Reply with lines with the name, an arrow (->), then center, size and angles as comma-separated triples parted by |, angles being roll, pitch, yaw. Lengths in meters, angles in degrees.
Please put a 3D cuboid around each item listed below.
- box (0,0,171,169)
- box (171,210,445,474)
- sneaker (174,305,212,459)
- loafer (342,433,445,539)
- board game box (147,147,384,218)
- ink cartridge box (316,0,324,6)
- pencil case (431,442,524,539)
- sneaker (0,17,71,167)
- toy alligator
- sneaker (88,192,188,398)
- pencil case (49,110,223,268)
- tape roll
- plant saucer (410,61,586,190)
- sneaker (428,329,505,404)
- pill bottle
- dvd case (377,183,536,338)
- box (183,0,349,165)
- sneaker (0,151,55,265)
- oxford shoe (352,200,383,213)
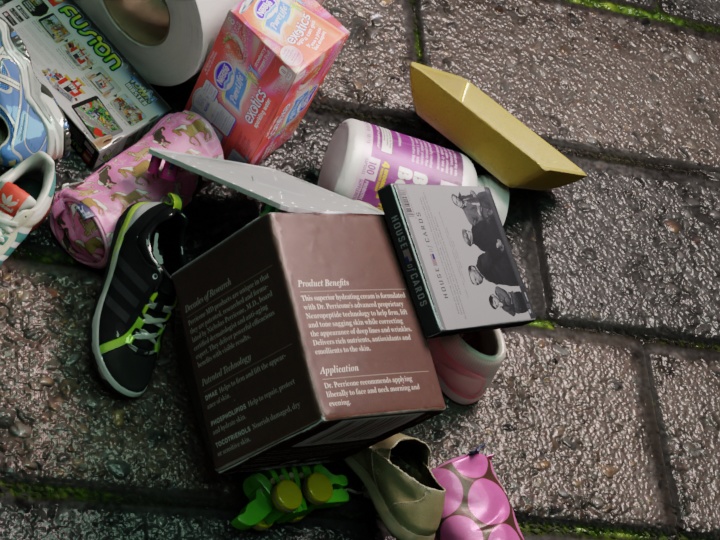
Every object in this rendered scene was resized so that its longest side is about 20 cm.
box -> -0.309, -0.214, 1.741 | 0.200, 0.035, 0.110 | 48, 53, 8
box -> -0.051, 0.068, 1.518 | 0.165, 0.164, 0.202 | 0, 68, -43
sneaker -> -0.118, 0.096, 1.625 | 0.105, 0.075, 0.202 | -4, 72, -33
loafer -> 0.031, 0.184, 1.602 | 0.076, 0.068, 0.200 | 16, 29, -45
board game box -> -0.086, -0.074, 1.634 | 0.199, 0.026, 0.199 | 24, 11, 36
ink cartridge box -> -0.114, -0.319, 1.795 | 0.145, 0.200, 0.085 | 26, 53, -9
pencil case -> 0.129, 0.281, 1.614 | 0.093, 0.091, 0.202 | -7, 66, -36
sneaker -> -0.374, -0.190, 1.662 | 0.077, 0.076, 0.201 | -24, 64, -28
toy alligator -> -0.053, 0.210, 1.583 | 0.199, 0.059, 0.055 | -7, 67, -43
sneaker -> -0.209, 0.023, 1.573 | 0.071, 0.082, 0.202 | 13, 79, -45
pencil case -> -0.228, -0.087, 1.674 | 0.082, 0.087, 0.200 | 24, 45, 29
tape roll -> -0.222, -0.303, 1.735 | 0.202, 0.203, 0.071 | 44, 53, 6
plant saucer -> 0.150, -0.154, 1.855 | 0.200, 0.049, 0.200 | 41, 15, 16
sneaker -> 0.076, 0.045, 1.723 | 0.200, 0.105, 0.075 | 44, 54, 7
pill bottle -> 0.060, -0.088, 1.791 | 0.198, 0.112, 0.113 | 16, 55, -15
dvd case -> 0.098, -0.013, 1.596 | 0.199, 0.025, 0.152 | -3, 72, -57
box -> -0.106, -0.208, 1.730 | 0.103, 0.200, 0.095 | 43, 54, 6
sneaker -> -0.363, -0.043, 1.572 | 0.070, 0.094, 0.200 | 36, 52, -1
oxford shoe -> 0.073, -0.025, 1.739 | 0.199, 0.075, 0.058 | 31, 75, -11
